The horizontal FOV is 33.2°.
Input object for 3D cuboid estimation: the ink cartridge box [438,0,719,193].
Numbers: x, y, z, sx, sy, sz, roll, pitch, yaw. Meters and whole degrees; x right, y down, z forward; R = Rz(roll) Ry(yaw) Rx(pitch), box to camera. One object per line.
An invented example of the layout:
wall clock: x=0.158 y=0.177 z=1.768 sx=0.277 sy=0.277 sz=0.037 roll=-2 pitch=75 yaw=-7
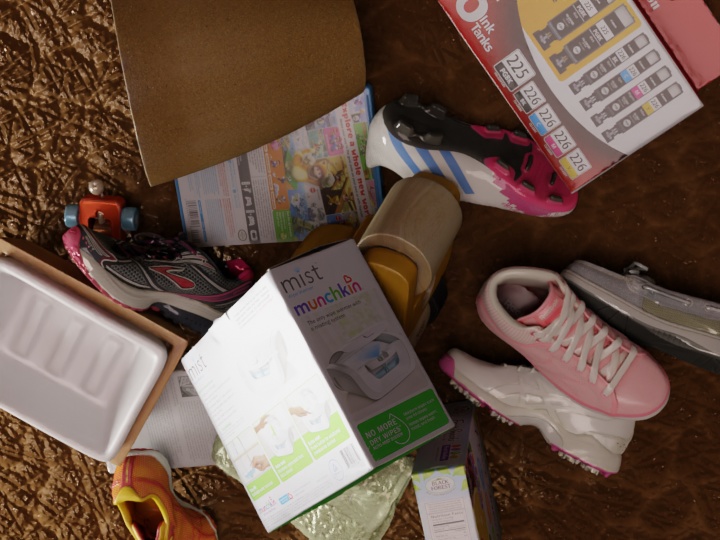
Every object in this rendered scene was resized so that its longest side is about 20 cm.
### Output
ink cartridge box: x=0.194 y=-0.200 z=1.010 sx=0.175 sy=0.084 sz=0.200 roll=-35 pitch=96 yaw=19

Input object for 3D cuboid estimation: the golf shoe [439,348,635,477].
golf shoe: x=0.173 y=0.116 z=1.158 sx=0.199 sy=0.075 sz=0.092 roll=29 pitch=91 yaw=0

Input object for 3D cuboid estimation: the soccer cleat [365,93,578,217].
soccer cleat: x=0.098 y=-0.093 z=1.092 sx=0.199 sy=0.070 sz=0.086 roll=23 pitch=144 yaw=-9

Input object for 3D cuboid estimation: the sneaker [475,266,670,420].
sneaker: x=0.190 y=0.064 z=1.082 sx=0.200 sy=0.105 sz=0.076 roll=34 pitch=81 yaw=12

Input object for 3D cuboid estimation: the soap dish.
soap dish: x=-0.279 y=0.074 z=1.147 sx=0.199 sy=0.081 sz=0.158 roll=29 pitch=111 yaw=-5

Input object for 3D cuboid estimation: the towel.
towel: x=-0.047 y=0.175 z=1.137 sx=0.200 sy=0.036 sz=0.149 roll=34 pitch=113 yaw=23

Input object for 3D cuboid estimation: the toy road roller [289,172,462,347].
toy road roller: x=0.000 y=0.000 z=1.082 sx=0.145 sy=0.123 sz=0.201 roll=22 pitch=139 yaw=11

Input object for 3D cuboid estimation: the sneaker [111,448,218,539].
sneaker: x=-0.205 y=0.263 z=1.239 sx=0.073 sy=0.077 sz=0.200 roll=-11 pitch=137 yaw=17

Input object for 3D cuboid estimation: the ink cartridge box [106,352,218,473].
ink cartridge box: x=-0.169 y=0.141 z=1.227 sx=0.199 sy=0.050 sz=0.110 roll=-6 pitch=109 yaw=11

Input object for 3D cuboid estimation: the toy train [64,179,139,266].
toy train: x=-0.309 y=-0.021 z=1.190 sx=0.199 sy=0.056 sz=0.151 roll=0 pitch=109 yaw=6

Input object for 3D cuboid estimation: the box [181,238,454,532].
box: x=-0.045 y=0.101 z=1.011 sx=0.177 sy=0.096 sz=0.200 roll=61 pitch=143 yaw=11

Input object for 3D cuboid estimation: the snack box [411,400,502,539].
snack box: x=0.093 y=0.216 z=1.116 sx=0.053 sy=0.200 sz=0.143 roll=-10 pitch=98 yaw=9

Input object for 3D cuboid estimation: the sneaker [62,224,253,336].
sneaker: x=-0.190 y=-0.005 z=1.132 sx=0.199 sy=0.081 sz=0.075 roll=23 pitch=107 yaw=-44

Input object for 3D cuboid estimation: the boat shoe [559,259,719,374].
boat shoe: x=0.278 y=0.034 z=1.106 sx=0.201 sy=0.074 sz=0.065 roll=23 pitch=76 yaw=4

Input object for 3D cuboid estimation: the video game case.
video game case: x=-0.080 y=-0.096 z=1.139 sx=0.199 sy=0.018 sz=0.144 roll=-3 pitch=109 yaw=11

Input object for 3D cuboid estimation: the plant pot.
plant pot: x=-0.102 y=-0.183 z=1.039 sx=0.199 sy=0.186 sz=0.188 roll=-11 pitch=109 yaw=-8
